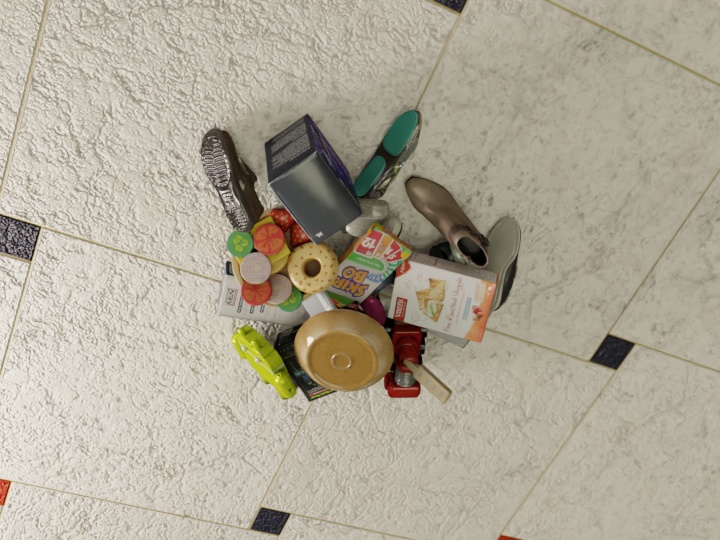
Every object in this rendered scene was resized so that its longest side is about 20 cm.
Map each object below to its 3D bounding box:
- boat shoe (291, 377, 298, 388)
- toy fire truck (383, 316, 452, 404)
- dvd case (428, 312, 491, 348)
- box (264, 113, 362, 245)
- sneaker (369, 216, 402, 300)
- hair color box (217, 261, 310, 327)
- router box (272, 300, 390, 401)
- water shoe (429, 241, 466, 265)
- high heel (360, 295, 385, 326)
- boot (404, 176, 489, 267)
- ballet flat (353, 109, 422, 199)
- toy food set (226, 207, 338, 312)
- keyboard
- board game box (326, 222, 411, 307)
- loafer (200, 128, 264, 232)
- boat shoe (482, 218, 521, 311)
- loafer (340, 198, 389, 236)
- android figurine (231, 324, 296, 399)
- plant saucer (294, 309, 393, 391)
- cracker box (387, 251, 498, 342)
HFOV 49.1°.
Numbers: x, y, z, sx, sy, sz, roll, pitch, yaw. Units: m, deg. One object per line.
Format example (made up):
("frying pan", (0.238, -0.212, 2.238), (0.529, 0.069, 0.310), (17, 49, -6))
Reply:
("boat shoe", (-0.123, 0.205, 1.706), (0.072, 0.063, 0.200), (31, 112, -24))
("toy fire truck", (0.112, 0.214, 1.655), (0.127, 0.201, 0.177), (0, 128, -4))
("dvd case", (0.184, 0.077, 1.705), (0.199, 0.018, 0.143), (26, 114, -21))
("box", (-0.088, -0.165, 1.411), (0.104, 0.201, 0.148), (-33, 121, 9))
("sneaker", (0.049, -0.020, 1.600), (0.084, 0.075, 0.201), (16, 123, -24))
("hair color box", (-0.185, 0.051, 1.606), (0.198, 0.061, 0.101), (10, 118, -15))
("router box", (-0.056, 0.167, 1.605), (0.199, 0.062, 0.151), (-22, 115, 19))
("water shoe", (0.191, 0.035, 1.638), (0.078, 0.072, 0.202), (-11, 105, 9))
("high heel", (0.007, 0.140, 1.636), (0.067, 0.096, 0.201), (15, 141, 1))
("boot", (0.175, -0.091, 1.527), (0.199, 0.147, 0.070), (35, 108, -25))
("ballet flat", (0.062, -0.215, 1.494), (0.072, 0.072, 0.201), (29, 113, -23))
("toy food set", (-0.155, -0.022, 1.520), (0.197, 0.049, 0.201), (-30, 85, -1))
("keyboard", (-0.117, 0.013, 1.556), (0.056, 0.011, 0.201), (-36, 82, 24))
("board game box", (0.000, 0.000, 1.547), (0.095, 0.030, 0.200), (33, 119, -24))
("loafer", (-0.236, -0.173, 1.472), (0.073, 0.071, 0.202), (3, 120, 36))
("boat shoe", (0.296, -0.011, 1.645), (0.060, 0.073, 0.202), (-8, 112, -52))
("loafer", (0.004, -0.098, 1.469), (0.069, 0.200, 0.071), (0, 93, -17))
("android figurine", (-0.199, 0.187, 1.622), (0.041, 0.182, 0.201), (-41, 144, -18))
("plant saucer", (-0.035, 0.169, 1.546), (0.198, 0.036, 0.202), (3, 122, 5))
("cracker box", (0.164, 0.051, 1.582), (0.198, 0.058, 0.135), (15, 114, 10))
